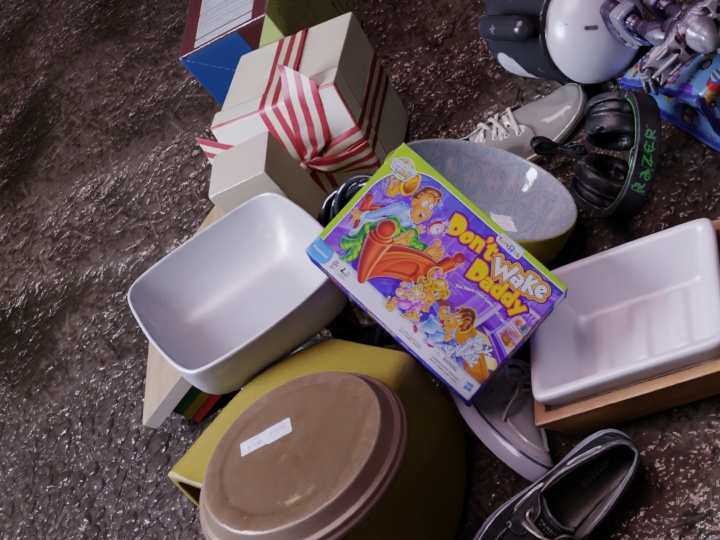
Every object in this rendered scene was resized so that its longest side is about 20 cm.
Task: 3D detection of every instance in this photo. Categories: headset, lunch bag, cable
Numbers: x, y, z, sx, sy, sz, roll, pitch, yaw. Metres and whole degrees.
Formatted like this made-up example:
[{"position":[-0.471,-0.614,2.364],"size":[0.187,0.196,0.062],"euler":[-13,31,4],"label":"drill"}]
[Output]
[{"position":[0.233,-0.117,1.396],"size":[0.200,0.093,0.125],"euler":[-140,61,-79],"label":"headset"},{"position":[0.357,-0.212,1.415],"size":[0.151,0.094,0.200],"euler":[-46,26,0],"label":"lunch bag"},{"position":[0.000,0.000,1.387],"size":[0.050,0.165,0.200],"euler":[-20,-9,-33],"label":"cable"}]

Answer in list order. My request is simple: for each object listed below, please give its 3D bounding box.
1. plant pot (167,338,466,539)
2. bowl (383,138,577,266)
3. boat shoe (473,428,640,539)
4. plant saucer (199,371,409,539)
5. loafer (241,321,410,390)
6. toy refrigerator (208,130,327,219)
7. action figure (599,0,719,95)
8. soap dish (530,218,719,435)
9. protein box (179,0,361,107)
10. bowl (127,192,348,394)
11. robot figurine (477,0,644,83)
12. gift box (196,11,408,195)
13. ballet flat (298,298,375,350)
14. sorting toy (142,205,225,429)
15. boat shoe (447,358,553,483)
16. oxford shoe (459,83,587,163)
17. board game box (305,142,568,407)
[{"position":[-0.013,0.178,1.302],"size":[0.194,0.195,0.201],"euler":[9,57,45],"label":"plant pot"},{"position":[0.108,-0.038,1.426],"size":[0.201,0.197,0.109],"euler":[-118,35,-50],"label":"bowl"},{"position":[0.157,0.208,1.193],"size":[0.072,0.071,0.200],"euler":[41,84,7],"label":"boat shoe"},{"position":[-0.053,0.157,1.176],"size":[0.198,0.030,0.201],"euler":[-23,35,17],"label":"plant saucer"},{"position":[-0.033,0.100,1.476],"size":[0.199,0.070,0.070],"euler":[-30,40,17],"label":"loafer"},{"position":[-0.075,-0.057,1.549],"size":[0.075,0.200,0.071],"euler":[-22,43,25],"label":"toy refrigerator"},{"position":[0.304,-0.231,1.353],"size":[0.129,0.070,0.200],"euler":[-35,21,2],"label":"action figure"},{"position":[0.248,0.054,1.260],"size":[0.198,0.081,0.159],"euler":[-20,45,27],"label":"soap dish"},{"position":[-0.108,-0.294,1.790],"size":[0.134,0.199,0.202],"euler":[-21,44,26],"label":"protein box"},{"position":[-0.111,0.030,1.388],"size":[0.199,0.075,0.200],"euler":[-36,36,-9],"label":"bowl"},{"position":[0.215,-0.270,1.534],"size":[0.151,0.125,0.199],"euler":[-50,32,-12],"label":"robot figurine"},{"position":[-0.066,-0.169,1.619],"size":[0.183,0.201,0.188],"euler":[-22,33,24],"label":"gift box"},{"position":[-0.018,0.035,1.526],"size":[0.199,0.064,0.076],"euler":[-35,38,11],"label":"ballet flat"},{"position":[-0.166,0.051,1.588],"size":[0.199,0.069,0.202],"euler":[-49,30,38],"label":"sorting toy"},{"position":[0.140,0.110,1.310],"size":[0.086,0.074,0.202],"euler":[-52,30,13],"label":"boat shoe"},{"position":[0.156,-0.143,1.537],"size":[0.199,0.058,0.076],"euler":[-32,36,11],"label":"oxford shoe"},{"position":[0.068,0.003,1.272],"size":[0.200,0.045,0.135],"euler":[42,84,12],"label":"board game box"}]
